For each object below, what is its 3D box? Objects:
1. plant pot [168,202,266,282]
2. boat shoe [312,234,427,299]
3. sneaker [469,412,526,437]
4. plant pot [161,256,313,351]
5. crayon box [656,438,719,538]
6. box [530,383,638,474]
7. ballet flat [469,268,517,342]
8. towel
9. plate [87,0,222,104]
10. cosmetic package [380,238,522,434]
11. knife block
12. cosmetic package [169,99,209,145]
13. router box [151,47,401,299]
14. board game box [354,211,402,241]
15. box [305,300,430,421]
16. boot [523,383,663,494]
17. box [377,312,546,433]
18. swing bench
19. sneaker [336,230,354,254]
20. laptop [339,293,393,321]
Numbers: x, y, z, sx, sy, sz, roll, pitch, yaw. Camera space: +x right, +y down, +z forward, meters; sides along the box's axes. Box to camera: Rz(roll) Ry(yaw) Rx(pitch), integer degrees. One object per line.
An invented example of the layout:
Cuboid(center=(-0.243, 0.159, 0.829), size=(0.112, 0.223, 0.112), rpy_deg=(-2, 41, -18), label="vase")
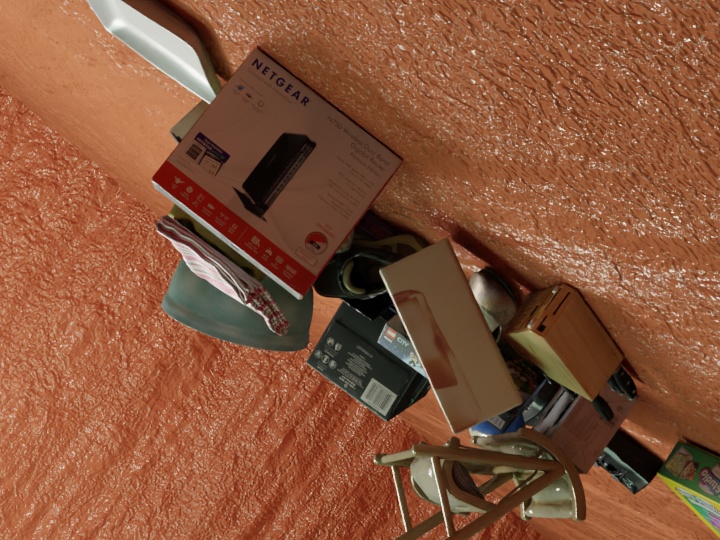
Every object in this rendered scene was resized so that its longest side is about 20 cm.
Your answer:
Cuboid(center=(-0.116, -0.094, 1.637), size=(0.200, 0.185, 0.200), rpy_deg=(36, 172, 6), label="plant pot")
Cuboid(center=(0.001, 0.001, 1.809), size=(0.200, 0.066, 0.072), rpy_deg=(-13, 103, 45), label="boat shoe")
Cuboid(center=(0.175, 0.152, 1.925), size=(0.200, 0.076, 0.112), rpy_deg=(-100, 2, -70), label="sneaker")
Cuboid(center=(-0.145, 0.007, 1.850), size=(0.198, 0.135, 0.200), rpy_deg=(17, -169, -3), label="plant pot")
Cuboid(center=(0.474, 0.296, 1.696), size=(0.173, 0.058, 0.200), rpy_deg=(44, 169, -31), label="crayon box")
Cuboid(center=(0.270, 0.194, 1.796), size=(0.060, 0.117, 0.200), rpy_deg=(37, 172, 2), label="box")
Cuboid(center=(0.152, 0.059, 1.732), size=(0.068, 0.067, 0.200), rpy_deg=(35, 171, 19), label="ballet flat")
Cuboid(center=(-0.158, 0.011, 1.644), size=(0.146, 0.030, 0.200), rpy_deg=(36, 171, 15), label="towel")
Cuboid(center=(-0.244, -0.283, 1.678), size=(0.199, 0.032, 0.200), rpy_deg=(36, 170, 13), label="plate")
Cuboid(center=(0.102, 0.074, 1.611), size=(0.103, 0.087, 0.202), rpy_deg=(38, -152, -83), label="cosmetic package")
Cuboid(center=(0.247, 0.097, 1.567), size=(0.175, 0.064, 0.200), rpy_deg=(38, 171, -3), label="knife block")
Cuboid(center=(-0.168, -0.140, 1.878), size=(0.103, 0.087, 0.200), rpy_deg=(46, 175, 20), label="cosmetic package")
Cuboid(center=(-0.088, -0.101, 1.501), size=(0.199, 0.180, 0.049), rpy_deg=(37, 172, 1), label="router box")
Cuboid(center=(0.004, -0.054, 1.887), size=(0.199, 0.032, 0.120), rpy_deg=(35, 167, 21), label="board game box")
Cuboid(center=(0.040, 0.109, 2.038), size=(0.148, 0.125, 0.200), rpy_deg=(35, -164, 12), label="box")
Cuboid(center=(0.321, 0.239, 2.027), size=(0.199, 0.066, 0.165), rpy_deg=(33, 173, 3), label="boot")
Cuboid(center=(0.139, 0.105, 1.834), size=(0.199, 0.136, 0.038), rpy_deg=(35, 131, 13), label="box")
Cuboid(center=(0.143, 0.260, 1.735), size=(0.199, 0.198, 0.131), rpy_deg=(144, 114, -73), label="swing bench")
Cuboid(center=(-0.100, -0.087, 1.790), size=(0.198, 0.087, 0.078), rpy_deg=(10, -160, -12), label="sneaker")
Cuboid(center=(-0.006, 0.012, 2.000), size=(0.177, 0.200, 0.104), rpy_deg=(34, 132, 20), label="laptop")
